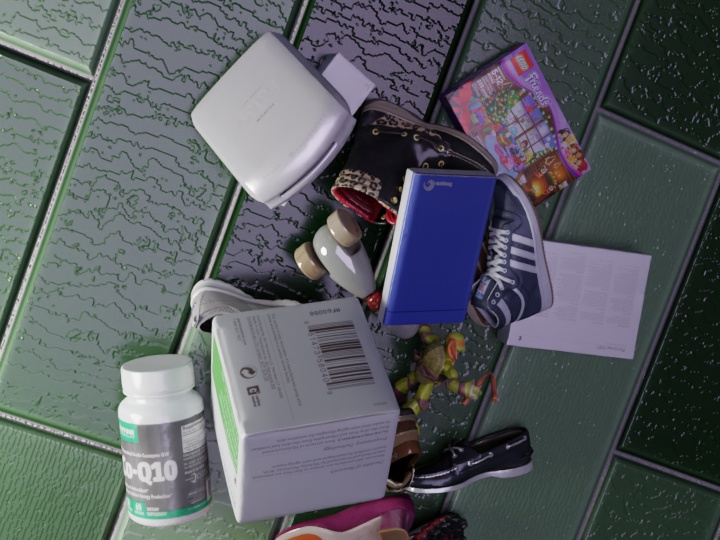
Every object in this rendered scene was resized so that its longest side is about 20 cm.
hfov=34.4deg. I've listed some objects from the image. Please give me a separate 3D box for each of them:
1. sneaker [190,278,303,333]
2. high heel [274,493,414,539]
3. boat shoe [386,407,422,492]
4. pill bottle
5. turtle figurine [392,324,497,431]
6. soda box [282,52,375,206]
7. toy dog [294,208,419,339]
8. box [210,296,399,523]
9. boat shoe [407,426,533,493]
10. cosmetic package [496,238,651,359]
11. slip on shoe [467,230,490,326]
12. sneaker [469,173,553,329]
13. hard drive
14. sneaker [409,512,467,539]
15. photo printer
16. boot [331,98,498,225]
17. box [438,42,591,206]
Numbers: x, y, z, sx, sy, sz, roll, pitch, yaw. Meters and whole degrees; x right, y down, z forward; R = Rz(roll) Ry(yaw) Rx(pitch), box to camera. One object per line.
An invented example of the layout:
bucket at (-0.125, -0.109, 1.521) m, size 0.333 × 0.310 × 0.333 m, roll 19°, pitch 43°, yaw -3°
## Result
sneaker at (-0.133, 0.082, 1.528) m, size 0.197 × 0.083 × 0.075 m, roll 15°, pitch 128°, yaw -8°
high heel at (-0.020, 0.360, 1.636) m, size 0.196 × 0.096 × 0.069 m, roll -4°, pitch 112°, yaw 8°
boat shoe at (0.035, 0.260, 1.552) m, size 0.074 × 0.201 × 0.075 m, roll -11°, pitch 59°, yaw -18°
pill bottle at (-0.256, 0.219, 1.515) m, size 0.111 × 0.113 × 0.204 m, roll -6°, pitch 100°, yaw -12°
turtle figurine at (0.099, 0.142, 1.562) m, size 0.064 × 0.201 × 0.162 m, roll 14°, pitch 122°, yaw -39°
soda box at (-0.070, -0.185, 1.519) m, size 0.068 × 0.064 × 0.201 m, roll 37°, pitch 90°, yaw -15°
toy dog at (0.000, 0.000, 1.553) m, size 0.130 × 0.097 × 0.202 m, roll -17°, pitch 115°, yaw 19°
box at (-0.076, 0.170, 1.441) m, size 0.197 × 0.200 × 0.173 m, roll -7°, pitch 135°, yaw -15°
boat shoe at (0.151, 0.266, 1.640) m, size 0.197 × 0.075 × 0.061 m, roll -10°, pitch 102°, yaw -23°
cosmetic package at (0.302, 0.038, 1.645) m, size 0.197 × 0.052 × 0.154 m, roll 7°, pitch 95°, yaw -14°
slip on shoe at (0.144, -0.021, 1.596) m, size 0.075 × 0.060 × 0.203 m, roll -30°, pitch 108°, yaw -25°
sneaker at (0.184, -0.018, 1.537) m, size 0.107 × 0.070 × 0.203 m, roll -25°, pitch 111°, yaw -19°
hard drive at (0.099, -0.029, 1.493) m, size 0.130 × 0.025 × 0.203 m, roll -1°, pitch 112°, yaw -32°
sneaker at (0.063, 0.402, 1.639) m, size 0.199 × 0.097 × 0.072 m, roll -33°, pitch 113°, yaw -30°
photo printer at (-0.105, -0.183, 1.439) m, size 0.166 × 0.200 × 0.069 m, roll -44°, pitch 143°, yaw 6°
boot at (0.068, -0.124, 1.510) m, size 0.198 × 0.073 × 0.152 m, roll 27°, pitch 61°, yaw -1°
box at (0.213, -0.189, 1.595) m, size 0.136 × 0.039 × 0.202 m, roll -33°, pitch 104°, yaw -7°
